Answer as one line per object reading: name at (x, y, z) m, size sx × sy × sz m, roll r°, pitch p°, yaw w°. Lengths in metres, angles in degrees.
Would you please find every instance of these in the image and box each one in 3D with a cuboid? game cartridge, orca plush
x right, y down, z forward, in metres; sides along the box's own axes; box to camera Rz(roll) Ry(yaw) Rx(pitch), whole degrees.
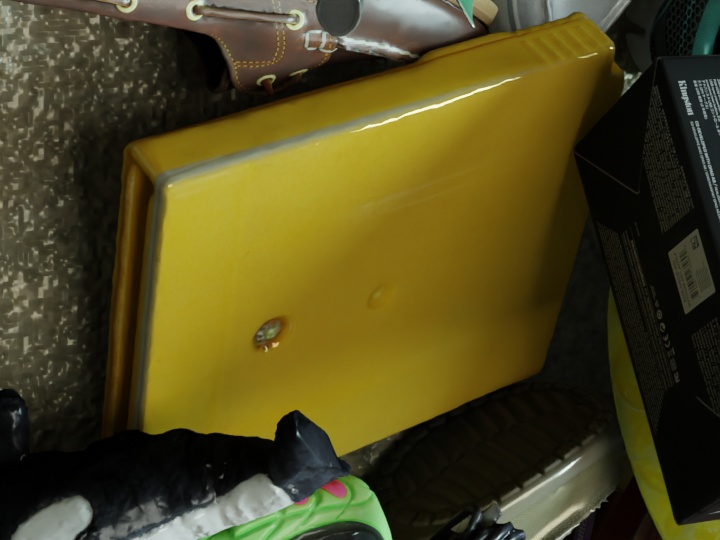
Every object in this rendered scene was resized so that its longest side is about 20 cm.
game cartridge at (0.000, 0.000, 0.745) m, size 0.199 × 0.032 × 0.177 m, roll -20°, pitch 140°, yaw -30°
orca plush at (-0.108, 0.074, 0.680) m, size 0.072 × 0.199 × 0.105 m, roll 67°, pitch 22°, yaw -5°

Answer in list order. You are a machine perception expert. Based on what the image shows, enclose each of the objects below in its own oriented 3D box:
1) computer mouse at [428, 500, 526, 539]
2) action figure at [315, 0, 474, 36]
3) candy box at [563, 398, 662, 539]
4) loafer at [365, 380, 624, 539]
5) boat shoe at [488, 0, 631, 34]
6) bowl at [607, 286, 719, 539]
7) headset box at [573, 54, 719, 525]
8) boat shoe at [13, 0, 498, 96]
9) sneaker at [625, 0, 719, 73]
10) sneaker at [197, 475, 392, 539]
computer mouse at (0.032, 0.172, 0.768) m, size 0.139 × 0.053 × 0.200 m, roll -50°, pitch 141°, yaw -9°
action figure at (0.016, -0.151, 0.685) m, size 0.118 × 0.055 × 0.200 m, roll 36°, pitch 41°, yaw -2°
candy box at (0.175, 0.135, 0.936) m, size 0.200 × 0.056 × 0.117 m, roll 34°, pitch 84°, yaw -39°
loafer at (0.028, 0.119, 0.821) m, size 0.199 × 0.076 × 0.069 m, roll -34°, pitch 124°, yaw -10°
boat shoe at (0.115, -0.167, 0.785) m, size 0.072 × 0.068 × 0.201 m, roll 32°, pitch 86°, yaw -37°
bowl at (0.200, 0.048, 0.831) m, size 0.199 × 0.107 × 0.202 m, roll 27°, pitch 53°, yaw -42°
headset box at (0.194, 0.001, 0.730) m, size 0.198 × 0.075 × 0.150 m, roll -5°, pitch 69°, yaw -23°
boat shoe at (-0.044, -0.096, 0.699) m, size 0.199 × 0.070 × 0.071 m, roll 17°, pitch 89°, yaw -29°
sneaker at (0.178, -0.131, 0.777) m, size 0.077 × 0.092 × 0.201 m, roll 22°, pitch 122°, yaw -14°
sneaker at (-0.075, 0.143, 0.724) m, size 0.199 × 0.077 × 0.084 m, roll -24°, pitch 95°, yaw -7°
